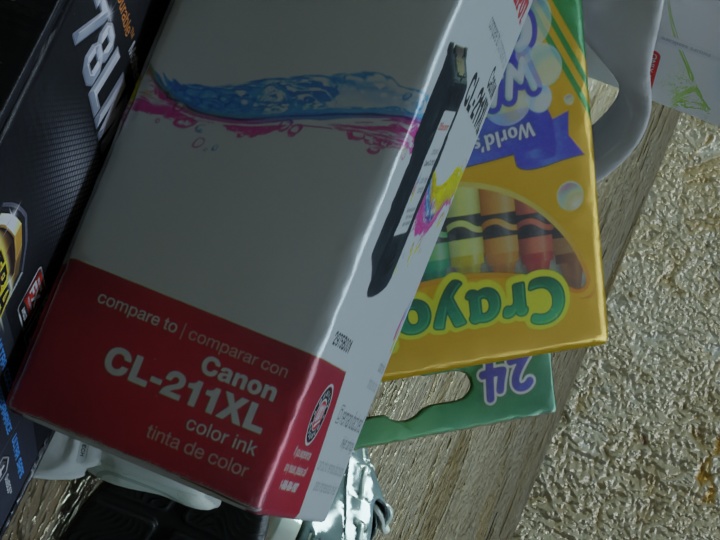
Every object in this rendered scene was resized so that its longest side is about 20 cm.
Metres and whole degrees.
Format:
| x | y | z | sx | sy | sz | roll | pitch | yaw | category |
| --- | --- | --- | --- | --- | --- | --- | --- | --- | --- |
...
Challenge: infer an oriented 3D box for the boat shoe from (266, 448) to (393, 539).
| x | y | z | sx | sy | sz | roll | pitch | yaw | category |
| --- | --- | --- | --- | --- | --- | --- | --- | --- | --- |
| -0.018 | 0.133 | 1.502 | 0.073 | 0.062 | 0.200 | -55 | -177 | 18 | boat shoe |

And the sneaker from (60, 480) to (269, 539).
| x | y | z | sx | sy | sz | roll | pitch | yaw | category |
| --- | --- | --- | --- | --- | --- | --- | --- | --- | --- |
| -0.091 | 0.131 | 1.188 | 0.201 | 0.076 | 0.115 | -64 | -179 | 18 | sneaker |

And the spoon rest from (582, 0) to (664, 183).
| x | y | z | sx | sy | sz | roll | pitch | yaw | category |
| --- | --- | --- | --- | --- | --- | --- | --- | --- | --- |
| 0.098 | -0.100 | 1.161 | 0.200 | 0.060 | 0.100 | 110 | -19 | -49 | spoon rest |

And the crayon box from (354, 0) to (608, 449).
| x | y | z | sx | sy | sz | roll | pitch | yaw | category |
| --- | --- | --- | --- | --- | --- | --- | --- | --- | --- |
| 0.017 | -0.034 | 0.996 | 0.052 | 0.125 | 0.201 | -163 | -114 | -66 | crayon box |

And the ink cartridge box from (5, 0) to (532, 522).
| x | y | z | sx | sy | sz | roll | pitch | yaw | category |
| --- | --- | --- | --- | --- | --- | --- | --- | --- | --- |
| -0.019 | -0.032 | 0.865 | 0.146 | 0.083 | 0.200 | 39 | 73 | -81 | ink cartridge box |

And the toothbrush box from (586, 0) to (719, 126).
| x | y | z | sx | sy | sz | roll | pitch | yaw | category |
| --- | --- | --- | --- | --- | --- | --- | --- | --- | --- |
| 0.108 | -0.165 | 1.220 | 0.086 | 0.200 | 0.146 | -60 | 168 | -45 | toothbrush box |

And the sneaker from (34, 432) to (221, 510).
| x | y | z | sx | sy | sz | roll | pitch | yaw | category |
| --- | --- | --- | --- | --- | --- | --- | --- | --- | --- |
| -0.058 | 0.034 | 1.085 | 0.200 | 0.081 | 0.075 | -55 | 161 | -61 | sneaker |

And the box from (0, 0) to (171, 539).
| x | y | z | sx | sy | sz | roll | pitch | yaw | category |
| --- | --- | --- | --- | --- | --- | --- | --- | --- | --- |
| -0.097 | -0.031 | 0.821 | 0.200 | 0.050 | 0.199 | 92 | 22 | -65 | box |
